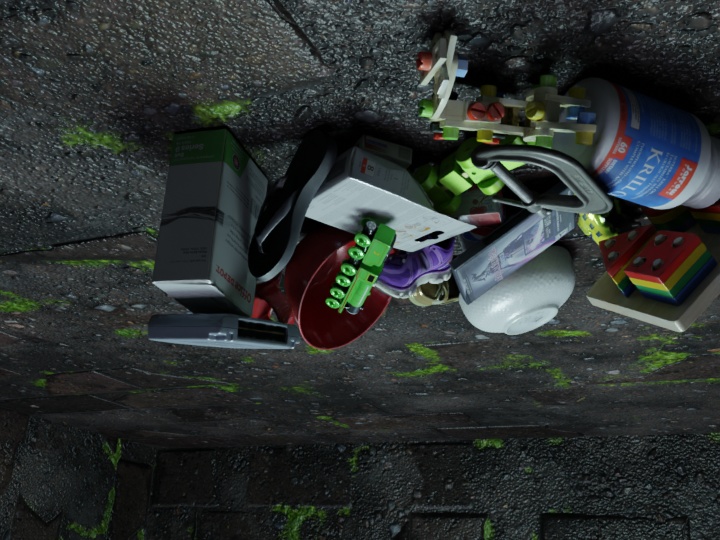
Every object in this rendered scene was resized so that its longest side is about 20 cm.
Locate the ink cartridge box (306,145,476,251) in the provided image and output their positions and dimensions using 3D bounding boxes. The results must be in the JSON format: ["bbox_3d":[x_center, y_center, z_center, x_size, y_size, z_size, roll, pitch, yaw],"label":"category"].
[{"bbox_3d":[0.032,-0.087,1.071,0.196,0.051,0.161,16,162,-28],"label":"ink cartridge box"}]

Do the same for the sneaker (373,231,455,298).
[{"bbox_3d":[0.072,-0.020,1.226,0.080,0.085,0.198,30,-149,29],"label":"sneaker"}]

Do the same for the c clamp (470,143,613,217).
[{"bbox_3d":[0.183,-0.093,0.888,0.168,0.028,0.199,15,171,34],"label":"c clamp"}]

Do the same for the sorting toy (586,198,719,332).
[{"bbox_3d":[0.385,-0.037,1.013,0.070,0.200,0.199,46,174,-15],"label":"sorting toy"}]

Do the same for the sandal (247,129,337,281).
[{"bbox_3d":[-0.097,-0.085,1.023,0.042,0.203,0.076,15,-164,-42],"label":"sandal"}]

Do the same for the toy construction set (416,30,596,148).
[{"bbox_3d":[0.138,-0.173,0.857,0.196,0.094,0.131,18,-179,-16],"label":"toy construction set"}]

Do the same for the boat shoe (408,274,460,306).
[{"bbox_3d":[0.142,0.021,1.356,0.062,0.075,0.199,-11,169,34],"label":"boat shoe"}]

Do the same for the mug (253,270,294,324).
[{"bbox_3d":[-0.175,0.027,1.225,0.130,0.181,0.201,-4,153,-13],"label":"mug"}]

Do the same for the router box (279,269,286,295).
[{"bbox_3d":[-0.223,-0.005,1.401,0.195,0.052,0.150,0,157,6],"label":"router box"}]

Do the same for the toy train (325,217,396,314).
[{"bbox_3d":[0.000,0.000,1.119,0.055,0.042,0.201,24,144,-1],"label":"toy train"}]

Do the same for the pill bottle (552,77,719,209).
[{"bbox_3d":[0.315,-0.133,0.911,0.196,0.115,0.112,12,158,-23],"label":"pill bottle"}]

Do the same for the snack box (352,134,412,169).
[{"bbox_3d":[-0.004,-0.121,1.107,0.070,0.025,0.200,12,157,-20],"label":"snack box"}]

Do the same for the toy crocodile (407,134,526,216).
[{"bbox_3d":[0.126,-0.126,1.035,0.067,0.063,0.198,36,139,-30],"label":"toy crocodile"}]

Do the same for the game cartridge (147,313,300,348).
[{"bbox_3d":[-0.182,0.082,1.082,0.130,0.042,0.199,-6,169,24],"label":"game cartridge"}]

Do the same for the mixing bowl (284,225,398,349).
[{"bbox_3d":[-0.045,0.009,1.268,0.108,0.202,0.199,37,-177,37],"label":"mixing bowl"}]

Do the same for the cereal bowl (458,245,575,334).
[{"bbox_3d":[0.264,0.046,1.335,0.196,0.085,0.201,-17,156,-8],"label":"cereal bowl"}]

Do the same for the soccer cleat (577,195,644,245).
[{"bbox_3d":[0.332,-0.070,1.144,0.082,0.066,0.199,3,161,40],"label":"soccer cleat"}]

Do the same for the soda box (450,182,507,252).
[{"bbox_3d":[0.174,-0.067,1.168,0.068,0.065,0.200,-4,159,14],"label":"soda box"}]

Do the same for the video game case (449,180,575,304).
[{"bbox_3d":[0.218,-0.037,1.149,0.198,0.019,0.143,-37,154,-1],"label":"video game case"}]

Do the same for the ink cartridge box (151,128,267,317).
[{"bbox_3d":[-0.189,-0.055,1.054,0.082,0.205,0.146,-2,159,15],"label":"ink cartridge box"}]
